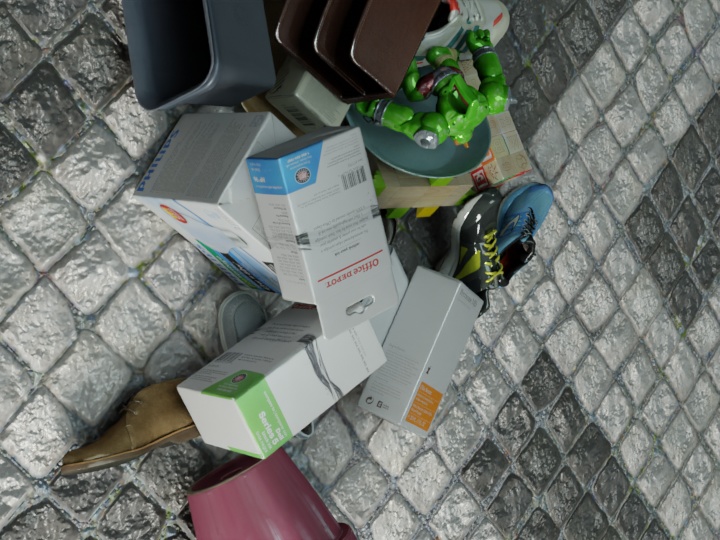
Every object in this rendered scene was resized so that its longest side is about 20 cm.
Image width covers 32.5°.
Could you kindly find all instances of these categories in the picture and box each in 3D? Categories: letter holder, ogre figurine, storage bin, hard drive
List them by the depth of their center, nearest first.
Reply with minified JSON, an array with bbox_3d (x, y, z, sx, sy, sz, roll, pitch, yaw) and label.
[{"bbox_3d":[-0.183,-0.276,1.405,0.133,0.144,0.203,5,71,-52],"label":"storage bin"},{"bbox_3d":[0.005,-0.321,1.444,0.142,0.100,0.202,36,71,-32],"label":"letter holder"},{"bbox_3d":[0.102,-0.216,1.520,0.198,0.120,0.099,-17,146,-34],"label":"ogre figurine"},{"bbox_3d":[0.028,0.072,1.616,0.133,0.026,0.201,-58,149,-20],"label":"hard drive"}]

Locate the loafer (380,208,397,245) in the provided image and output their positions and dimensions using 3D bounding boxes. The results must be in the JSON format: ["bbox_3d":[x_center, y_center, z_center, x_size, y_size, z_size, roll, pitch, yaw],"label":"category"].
[{"bbox_3d":[0.000,0.000,1.612,0.073,0.071,0.202,39,70,-33],"label":"loafer"}]

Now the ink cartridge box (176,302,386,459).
[{"bbox_3d":[-0.090,0.119,1.429,0.199,0.145,0.085,-35,109,-29],"label":"ink cartridge box"}]

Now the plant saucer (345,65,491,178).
[{"bbox_3d":[0.068,-0.183,1.572,0.198,0.039,0.203,10,51,-12],"label":"plant saucer"}]

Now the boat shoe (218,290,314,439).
[{"bbox_3d":[-0.113,0.119,1.535,0.074,0.064,0.205,-31,111,-33],"label":"boat shoe"}]

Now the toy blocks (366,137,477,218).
[{"bbox_3d":[0.055,-0.154,1.623,0.198,0.100,0.138,-5,63,-37],"label":"toy blocks"}]

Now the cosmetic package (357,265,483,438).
[{"bbox_3d":[0.081,0.108,1.631,0.101,0.070,0.203,34,78,-61],"label":"cosmetic package"}]

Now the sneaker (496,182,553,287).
[{"bbox_3d":[0.230,-0.043,1.782,0.079,0.089,0.201,49,64,-30],"label":"sneaker"}]

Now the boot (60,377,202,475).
[{"bbox_3d":[-0.265,0.181,1.426,0.198,0.073,0.077,-18,90,-43],"label":"boot"}]

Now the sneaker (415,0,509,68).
[{"bbox_3d":[0.122,-0.317,1.577,0.197,0.094,0.071,-18,74,-27],"label":"sneaker"}]

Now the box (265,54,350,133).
[{"bbox_3d":[-0.031,-0.273,1.523,0.082,0.068,0.202,39,69,-33],"label":"box"}]

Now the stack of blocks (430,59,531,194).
[{"bbox_3d":[0.142,-0.206,1.681,0.058,0.115,0.203,-19,87,-36],"label":"stack of blocks"}]

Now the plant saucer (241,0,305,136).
[{"bbox_3d":[-0.089,-0.261,1.543,0.198,0.035,0.204,-3,94,-38],"label":"plant saucer"}]

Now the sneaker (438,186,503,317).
[{"bbox_3d":[0.166,-0.022,1.685,0.074,0.084,0.202,-27,145,-40],"label":"sneaker"}]

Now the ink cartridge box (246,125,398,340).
[{"bbox_3d":[-0.038,-0.041,1.327,0.115,0.067,0.203,-25,109,-34],"label":"ink cartridge box"}]

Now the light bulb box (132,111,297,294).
[{"bbox_3d":[-0.122,-0.075,1.427,0.198,0.199,0.126,42,70,-33],"label":"light bulb box"}]

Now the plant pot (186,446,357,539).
[{"bbox_3d":[-0.115,0.317,1.481,0.199,0.199,0.181,-28,95,-33],"label":"plant pot"}]
